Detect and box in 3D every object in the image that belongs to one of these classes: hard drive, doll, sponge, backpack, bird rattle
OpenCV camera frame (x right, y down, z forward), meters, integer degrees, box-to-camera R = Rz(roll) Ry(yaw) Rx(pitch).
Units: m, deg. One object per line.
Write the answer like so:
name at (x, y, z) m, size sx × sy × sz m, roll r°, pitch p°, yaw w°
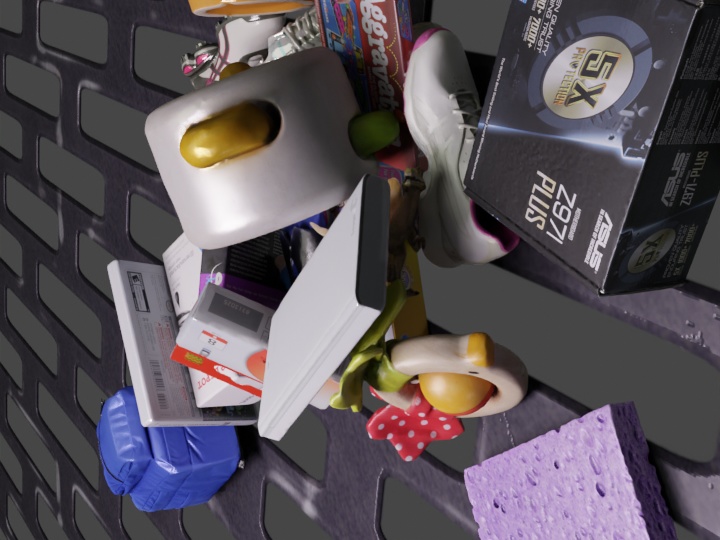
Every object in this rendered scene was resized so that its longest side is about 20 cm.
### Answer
hard drive at (-0.031, 0.033, 0.872) m, size 0.200 × 0.026 × 0.132 m, roll 125°, pitch 156°, yaw -45°
doll at (-0.056, -0.020, 1.067) m, size 0.136 × 0.048 × 0.201 m, roll -17°, pitch 85°, yaw 58°
sponge at (0.158, 0.186, 0.847) m, size 0.200 × 0.030 × 0.112 m, roll -41°, pitch 60°, yaw 53°
backpack at (-0.254, 0.217, 1.386) m, size 0.200 × 0.167 × 0.163 m, roll 122°, pitch 141°, yaw -56°
bird rattle at (0.059, 0.098, 0.891) m, size 0.162 × 0.200 × 0.113 m, roll -6°, pitch 52°, yaw 27°

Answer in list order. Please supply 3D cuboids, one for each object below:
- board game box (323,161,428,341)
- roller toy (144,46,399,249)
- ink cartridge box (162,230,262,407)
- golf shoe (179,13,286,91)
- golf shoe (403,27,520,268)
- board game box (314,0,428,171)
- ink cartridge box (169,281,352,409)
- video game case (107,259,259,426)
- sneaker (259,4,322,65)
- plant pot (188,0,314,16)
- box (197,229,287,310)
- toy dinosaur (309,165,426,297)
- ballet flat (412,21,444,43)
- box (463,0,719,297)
board game box at (0.000, 0.000, 1.064) m, size 0.153 × 0.040 × 0.201 m, roll -16°, pitch 81°, yaw 58°
roller toy at (-0.088, -0.111, 0.925) m, size 0.182 × 0.199 × 0.141 m, roll -9°, pitch 105°, yaw 54°
ink cartridge box at (-0.146, 0.041, 1.251) m, size 0.146 × 0.084 × 0.201 m, roll -38°, pitch 62°, yaw 44°
golf shoe at (-0.130, -0.241, 1.220) m, size 0.200 × 0.077 × 0.089 m, roll -25°, pitch 86°, yaw 56°
golf shoe at (0.090, -0.101, 0.889) m, size 0.091 × 0.075 × 0.201 m, roll 3°, pitch 105°, yaw 50°
board game box at (0.007, -0.183, 0.932) m, size 0.103 × 0.019 × 0.201 m, roll 26°, pitch 140°, yaw 38°
ink cartridge box at (-0.109, 0.099, 1.073) m, size 0.200 × 0.161 × 0.050 m, roll 127°, pitch 164°, yaw -55°
video game case at (-0.211, 0.090, 1.292) m, size 0.023 × 0.181 × 0.201 m, roll -29°, pitch 68°, yaw 30°
sneaker at (-0.043, -0.225, 1.068) m, size 0.200 × 0.080 × 0.071 m, roll -45°, pitch 55°, yaw 49°
plant pot at (-0.112, -0.349, 1.054) m, size 0.200 × 0.199 × 0.185 m, roll 6°, pitch 104°, yaw 58°
box at (-0.112, -0.052, 1.115) m, size 0.036 × 0.143 × 0.201 m, roll 2°, pitch 81°, yaw 24°
toy dinosaur at (0.019, -0.028, 0.932) m, size 0.200 × 0.058 × 0.102 m, roll 150°, pitch 123°, yaw -61°
ballet flat at (0.016, -0.188, 1.011) m, size 0.199 × 0.067 × 0.063 m, roll -2°, pitch 63°, yaw 55°
box at (0.169, -0.110, 0.735) m, size 0.164 × 0.086 × 0.201 m, roll 44°, pitch 130°, yaw 46°
